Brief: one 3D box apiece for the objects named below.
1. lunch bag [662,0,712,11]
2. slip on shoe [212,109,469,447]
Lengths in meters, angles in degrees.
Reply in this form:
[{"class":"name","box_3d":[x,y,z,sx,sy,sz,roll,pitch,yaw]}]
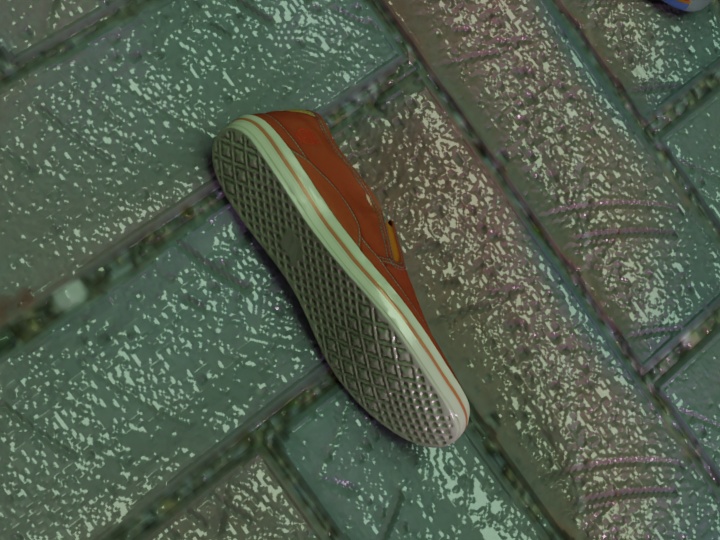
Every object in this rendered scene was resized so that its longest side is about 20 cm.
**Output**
[{"class":"lunch bag","box_3d":[0.205,-0.270,1.240,0.160,0.077,0.200,42,58,-10]},{"class":"slip on shoe","box_3d":[0.000,0.000,1.033,0.061,0.074,0.200,-29,83,-37]}]
